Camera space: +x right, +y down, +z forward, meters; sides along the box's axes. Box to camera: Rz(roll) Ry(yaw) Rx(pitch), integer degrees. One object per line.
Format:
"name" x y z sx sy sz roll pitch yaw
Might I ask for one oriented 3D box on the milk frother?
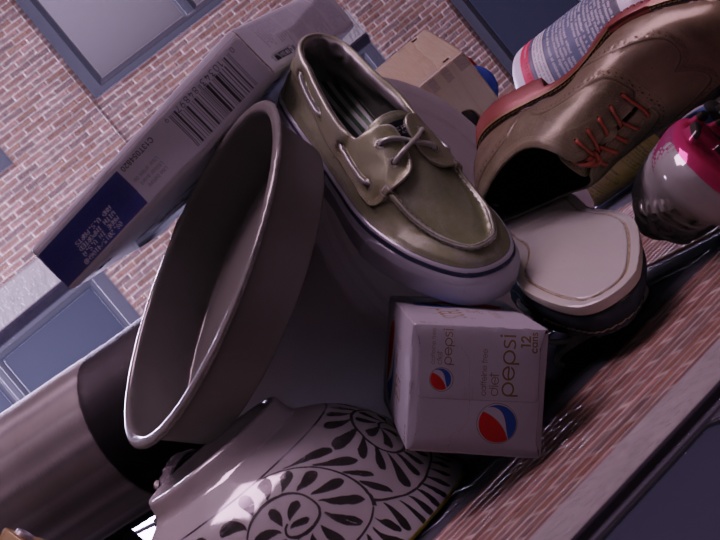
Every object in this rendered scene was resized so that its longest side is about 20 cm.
"milk frother" -0.156 0.141 1.381 0.188 0.181 0.200 -34 0 24

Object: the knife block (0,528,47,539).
"knife block" -0.169 0.230 1.089 0.200 0.064 0.176 25 90 45

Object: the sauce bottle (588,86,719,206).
"sauce bottle" 0.219 -0.114 1.600 0.200 0.066 0.066 -34 7 35

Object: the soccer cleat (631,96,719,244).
"soccer cleat" 0.182 -0.042 1.173 0.086 0.070 0.200 -48 -4 18

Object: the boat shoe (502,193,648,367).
"boat shoe" 0.115 0.006 1.186 0.075 0.062 0.200 -26 17 -9

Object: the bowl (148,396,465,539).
"bowl" -0.050 0.130 1.144 0.201 0.094 0.201 -39 3 3

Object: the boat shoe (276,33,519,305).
"boat shoe" 0.014 -0.056 1.176 0.072 0.200 0.062 -24 -41 -27

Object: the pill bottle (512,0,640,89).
"pill bottle" 0.243 -0.201 1.917 0.200 0.120 0.120 -37 5 34

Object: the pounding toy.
"pounding toy" 0.114 -0.136 2.131 0.142 0.200 0.184 -39 18 0

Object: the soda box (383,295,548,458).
"soda box" 0.051 0.051 1.116 0.068 0.064 0.200 3 2 -3

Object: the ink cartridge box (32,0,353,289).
"ink cartridge box" -0.091 -0.088 1.333 0.200 0.041 0.200 -45 0 26

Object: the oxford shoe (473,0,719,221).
"oxford shoe" 0.141 -0.084 1.187 0.200 0.070 0.075 -35 30 39

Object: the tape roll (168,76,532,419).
"tape roll" 0.000 0.000 1.328 0.139 0.203 0.203 -37 5 41

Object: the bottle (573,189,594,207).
"bottle" 0.081 0.006 1.505 0.200 0.065 0.084 -41 4 -22

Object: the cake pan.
"cake pan" -0.073 0.007 1.173 0.200 0.037 0.201 -57 20 34
